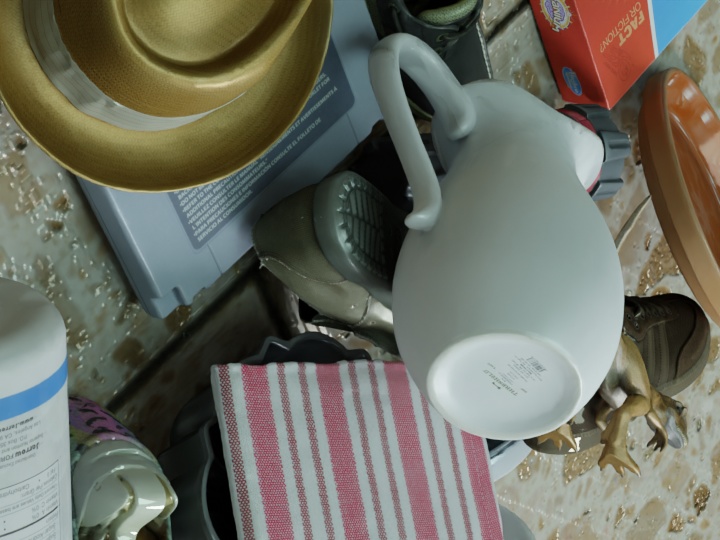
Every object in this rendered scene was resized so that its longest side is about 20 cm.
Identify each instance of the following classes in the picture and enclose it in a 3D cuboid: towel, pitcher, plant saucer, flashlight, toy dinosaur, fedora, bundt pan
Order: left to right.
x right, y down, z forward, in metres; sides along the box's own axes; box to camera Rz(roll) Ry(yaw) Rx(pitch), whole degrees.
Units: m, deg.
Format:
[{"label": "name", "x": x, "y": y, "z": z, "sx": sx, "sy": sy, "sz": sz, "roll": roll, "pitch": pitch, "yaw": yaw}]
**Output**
[{"label": "fedora", "x": -0.083, "y": -0.132, "z": 0.882, "sx": 0.200, "sy": 0.082, "sz": 0.202, "roll": 0, "pitch": 89, "yaw": -34}, {"label": "bundt pan", "x": -0.038, "y": 0.140, "z": 1.026, "sx": 0.202, "sy": 0.076, "sz": 0.203, "roll": 24, "pitch": 55, "yaw": -40}, {"label": "towel", "x": 0.003, "y": 0.122, "z": 1.003, "sx": 0.200, "sy": 0.030, "sz": 0.147, "roll": 3, "pitch": 70, "yaw": -45}, {"label": "pitcher", "x": 0.062, "y": -0.024, "z": 0.981, "sx": 0.171, "sy": 0.121, "sz": 0.200, "roll": 36, "pitch": 37, "yaw": -26}, {"label": "flashlight", "x": 0.082, "y": -0.066, "z": 1.134, "sx": 0.200, "sy": 0.068, "sz": 0.068, "roll": -7, "pitch": 90, "yaw": -45}, {"label": "toy dinosaur", "x": 0.145, "y": 0.055, "z": 1.071, "sx": 0.106, "sy": 0.060, "sz": 0.200, "roll": -65, "pitch": 150, "yaw": -28}, {"label": "plant saucer", "x": 0.238, "y": -0.041, "z": 1.267, "sx": 0.200, "sy": 0.032, "sz": 0.201, "roll": 46, "pitch": 33, "yaw": -42}]

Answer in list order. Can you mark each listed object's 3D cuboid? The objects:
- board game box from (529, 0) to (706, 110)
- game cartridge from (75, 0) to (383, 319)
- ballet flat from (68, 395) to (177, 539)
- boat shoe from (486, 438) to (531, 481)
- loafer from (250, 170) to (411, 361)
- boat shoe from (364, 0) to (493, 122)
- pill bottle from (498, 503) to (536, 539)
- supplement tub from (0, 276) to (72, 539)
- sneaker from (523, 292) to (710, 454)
[{"label": "board game box", "x": 0.161, "y": -0.228, "z": 1.179, "sx": 0.153, "sy": 0.040, "sz": 0.200, "roll": -47, "pitch": 133, "yaw": -25}, {"label": "game cartridge", "x": -0.068, "y": -0.086, "z": 0.986, "sx": 0.200, "sy": 0.041, "sz": 0.133, "roll": -45, "pitch": 128, "yaw": -28}, {"label": "ballet flat", "x": -0.116, "y": 0.147, "z": 0.913, "sx": 0.069, "sy": 0.071, "sz": 0.201, "roll": 2, "pitch": 64, "yaw": -29}, {"label": "boat shoe", "x": 0.098, "y": 0.058, "z": 1.190, "sx": 0.200, "sy": 0.072, "sz": 0.068, "roll": -45, "pitch": 135, "yaw": -30}, {"label": "loafer", "x": 0.000, "y": 0.000, "z": 1.042, "sx": 0.200, "sy": 0.069, "sz": 0.075, "roll": 45, "pitch": 42, "yaw": -57}, {"label": "boat shoe", "x": 0.036, "y": -0.154, "z": 1.050, "sx": 0.072, "sy": 0.066, "sz": 0.201, "roll": -53, "pitch": 136, "yaw": -22}, {"label": "pill bottle", "x": 0.058, "y": 0.247, "z": 1.174, "sx": 0.111, "sy": 0.111, "sz": 0.201, "roll": -35, "pitch": 139, "yaw": -34}, {"label": "supplement tub", "x": -0.197, "y": 0.112, "z": 0.843, "sx": 0.132, "sy": 0.132, "sz": 0.201, "roll": -17, "pitch": 117, "yaw": -43}, {"label": "sneaker", "x": 0.167, "y": 0.044, "z": 1.169, "sx": 0.200, "sy": 0.070, "sz": 0.076, "roll": -34, "pitch": 127, "yaw": -48}]
